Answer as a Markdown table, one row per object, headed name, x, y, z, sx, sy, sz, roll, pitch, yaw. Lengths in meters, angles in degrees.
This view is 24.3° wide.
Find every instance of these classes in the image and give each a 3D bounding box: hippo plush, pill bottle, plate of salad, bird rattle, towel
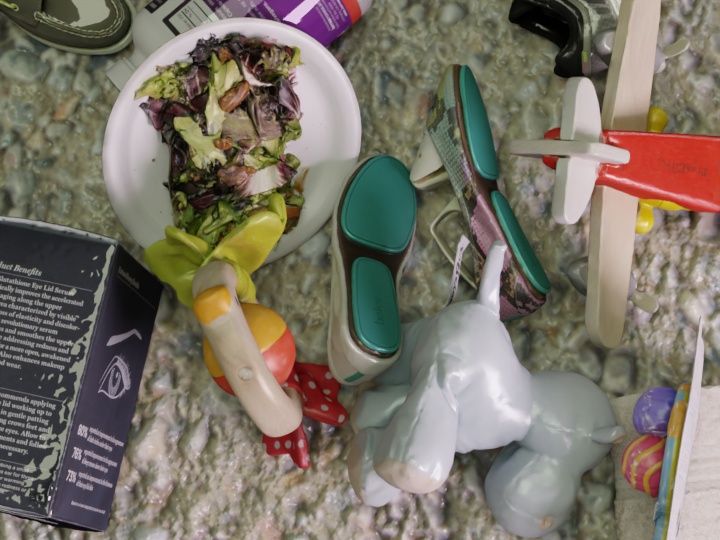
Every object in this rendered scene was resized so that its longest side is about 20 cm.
| name | x | y | z | sx | sy | sz | roll | pitch | yaw |
| --- | --- | --- | --- | --- | --- | --- | --- | --- | --- |
| hippo plush | 0.096 | 0.099 | 1.197 | 0.160 | 0.159 | 0.201 | 27 | 87 | -15 |
| pill bottle | -0.094 | -0.185 | 1.271 | 0.200 | 0.112 | 0.113 | -41 | 77 | -3 |
| plate of salad | -0.090 | -0.085 | 1.225 | 0.199 | 0.201 | 0.048 | -34 | 33 | -2 |
| bird rattle | -0.081 | 0.058 | 1.177 | 0.112 | 0.163 | 0.202 | -17 | 103 | 5 |
| towel | 0.278 | 0.149 | 1.201 | 0.198 | 0.034 | 0.134 | -6 | 77 | 5 |

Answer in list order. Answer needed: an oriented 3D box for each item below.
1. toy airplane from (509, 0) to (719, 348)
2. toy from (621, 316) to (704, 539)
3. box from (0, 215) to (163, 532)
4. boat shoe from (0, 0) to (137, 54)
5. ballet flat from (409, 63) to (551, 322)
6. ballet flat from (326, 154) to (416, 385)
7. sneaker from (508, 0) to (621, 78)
| name | x | y | z | sx | sy | sz | roll | pitch | yaw |
| --- | --- | --- | --- | --- | --- | --- | --- | --- | --- |
| toy airplane | 0.189 | -0.075 | 1.204 | 0.200 | 0.141 | 0.200 | -42 | 109 | -17 |
| toy | 0.201 | 0.138 | 1.138 | 0.047 | 0.115 | 0.202 | 5 | 79 | 13 |
| box | -0.227 | 0.078 | 1.212 | 0.103 | 0.148 | 0.202 | 10 | 78 | 9 |
| boat shoe | -0.269 | -0.235 | 1.326 | 0.201 | 0.060 | 0.072 | 29 | 83 | 11 |
| ballet flat | 0.079 | -0.055 | 1.255 | 0.071 | 0.069 | 0.202 | -24 | 76 | 21 |
| ballet flat | 0.000 | 0.000 | 1.235 | 0.069 | 0.070 | 0.201 | -1 | 49 | 6 |
| sneaker | 0.141 | -0.231 | 1.275 | 0.087 | 0.074 | 0.201 | -28 | 80 | -4 |
